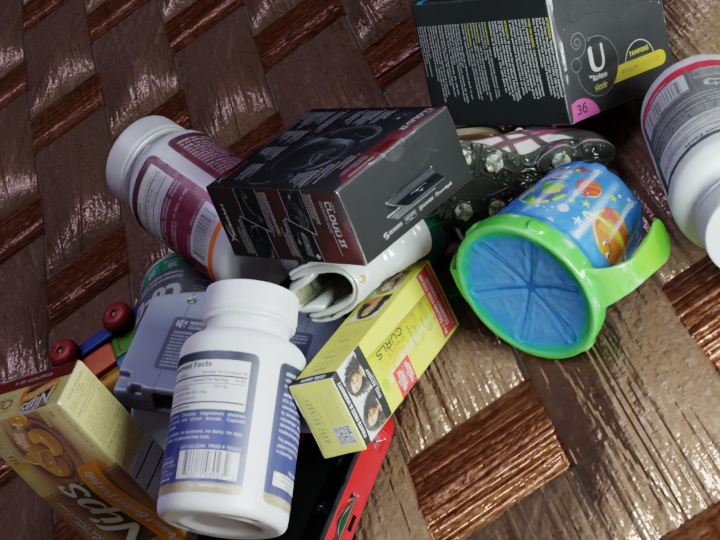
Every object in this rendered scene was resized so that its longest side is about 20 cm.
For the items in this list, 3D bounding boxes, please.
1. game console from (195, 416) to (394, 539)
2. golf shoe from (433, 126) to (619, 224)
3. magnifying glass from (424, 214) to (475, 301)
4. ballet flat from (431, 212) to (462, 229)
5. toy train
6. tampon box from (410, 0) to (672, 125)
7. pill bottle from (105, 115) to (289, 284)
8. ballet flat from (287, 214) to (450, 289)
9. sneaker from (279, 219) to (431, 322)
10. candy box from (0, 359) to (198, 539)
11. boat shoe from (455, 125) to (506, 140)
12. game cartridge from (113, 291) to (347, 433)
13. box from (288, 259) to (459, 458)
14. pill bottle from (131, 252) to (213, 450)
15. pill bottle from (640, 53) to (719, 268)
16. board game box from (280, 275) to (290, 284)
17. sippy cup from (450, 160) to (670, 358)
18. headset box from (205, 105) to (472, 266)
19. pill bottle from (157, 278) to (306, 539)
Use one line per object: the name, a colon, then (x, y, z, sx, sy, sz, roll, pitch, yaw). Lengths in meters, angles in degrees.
game console: (-0.065, 0.203, 1.542, 0.176, 0.031, 0.201, -17, 35, 40)
golf shoe: (0.136, -0.092, 1.636, 0.197, 0.078, 0.088, -2, 24, 1)
magnifying glass: (0.032, -0.024, 1.662, 0.198, 0.022, 0.080, 14, 81, 23)
ballet flat: (0.064, -0.064, 1.740, 0.199, 0.070, 0.070, -4, 44, 43)
toy train: (-0.281, 0.132, 1.839, 0.199, 0.085, 0.116, -34, 43, 9)
tampon box: (0.173, -0.218, 1.707, 0.149, 0.128, 0.199, -24, 18, -33)
pill bottle: (-0.154, -0.067, 1.749, 0.114, 0.115, 0.199, -45, 54, -13)
ballet flat: (0.000, 0.000, 1.726, 0.199, 0.068, 0.072, -36, 10, 14)
sneaker: (-0.039, -0.006, 1.604, 0.115, 0.074, 0.199, -37, 17, -33)
candy box: (-0.238, 0.174, 1.594, 0.115, 0.200, 0.056, -15, 37, 35)
boat shoe: (0.072, -0.118, 1.790, 0.199, 0.072, 0.072, -19, 35, 42)
game cartridge: (-0.110, 0.078, 1.616, 0.198, 0.042, 0.134, 7, 41, 14)
box: (0.015, 0.073, 1.534, 0.050, 0.076, 0.200, -14, 21, 34)
pill bottle: (-0.167, 0.079, 1.737, 0.112, 0.113, 0.201, -29, 30, 17)
pill bottle: (0.296, -0.083, 1.442, 0.110, 0.111, 0.201, -29, 30, 15)
board game box: (-0.089, -0.020, 1.880, 0.199, 0.030, 0.096, -22, 33, 31)
sippy cup: (0.168, -0.019, 1.493, 0.177, 0.140, 0.130, 29, 51, 18)
headset box: (-0.013, -0.076, 1.551, 0.199, 0.078, 0.149, 5, 36, 47)
pill bottle: (-0.103, 0.115, 1.494, 0.110, 0.111, 0.202, -11, 64, 40)
